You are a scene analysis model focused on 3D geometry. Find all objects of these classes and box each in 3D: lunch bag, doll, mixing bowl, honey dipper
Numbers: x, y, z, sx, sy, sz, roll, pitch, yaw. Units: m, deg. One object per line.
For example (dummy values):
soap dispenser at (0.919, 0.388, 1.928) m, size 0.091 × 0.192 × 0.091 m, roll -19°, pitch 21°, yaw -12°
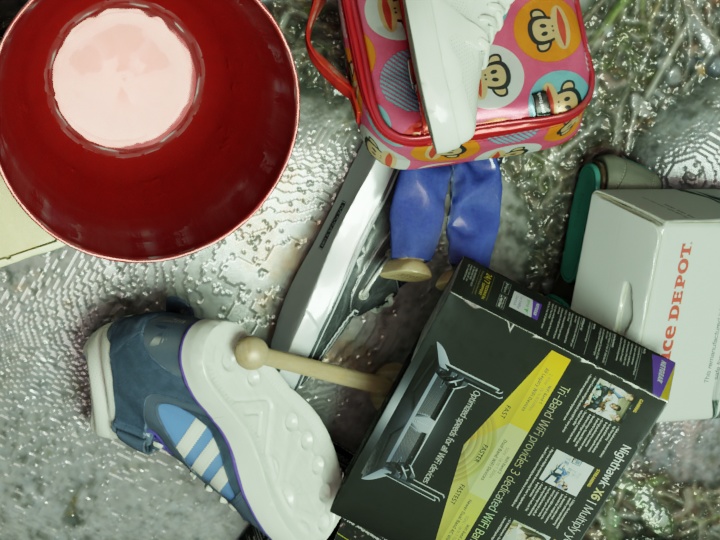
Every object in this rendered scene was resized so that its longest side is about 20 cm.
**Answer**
lunch bag at (0.050, -0.168, 1.549) m, size 0.176 × 0.082 × 0.200 m, roll -10°, pitch 75°, yaw -5°
doll at (0.057, -0.090, 1.590) m, size 0.136 × 0.048 × 0.200 m, roll 12°, pitch 78°, yaw -16°
mixing bowl at (-0.145, -0.115, 1.550) m, size 0.200 × 0.108 × 0.200 m, roll -3°, pitch 106°, yaw -11°
honey dipper at (-0.013, 0.072, 1.614) m, size 0.200 × 0.038 × 0.038 m, roll 17°, pitch 105°, yaw -50°

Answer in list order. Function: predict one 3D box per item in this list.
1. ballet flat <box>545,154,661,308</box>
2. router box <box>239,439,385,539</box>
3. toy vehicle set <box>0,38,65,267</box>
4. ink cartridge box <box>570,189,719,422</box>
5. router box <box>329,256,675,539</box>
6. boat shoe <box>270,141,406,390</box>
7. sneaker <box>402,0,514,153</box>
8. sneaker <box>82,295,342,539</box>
ballet flat at (0.161, 0.019, 1.671) m, size 0.064 × 0.067 × 0.200 m, roll 14°, pitch 103°, yaw -20°
router box at (0.010, 0.231, 1.713) m, size 0.200 × 0.051 × 0.149 m, roll 34°, pitch 100°, yaw -18°
toy vehicle set at (-0.282, -0.091, 1.577) m, size 0.124 × 0.027 × 0.200 m, roll -17°, pitch 109°, yaw -5°
ink cartridge box at (0.245, 0.022, 1.643) m, size 0.200 × 0.083 × 0.147 m, roll -1°, pitch 108°, yaw -34°
router box at (0.092, 0.110, 1.574) m, size 0.157 × 0.052 × 0.200 m, roll 27°, pitch 121°, yaw -2°
boat shoe at (0.000, 0.000, 1.637) m, size 0.068 × 0.072 × 0.200 m, roll 24°, pitch 94°, yaw -15°
sneaker at (0.082, -0.173, 1.471) m, size 0.115 × 0.074 × 0.200 m, roll -6°, pitch 73°, yaw 0°
sneaker at (-0.110, 0.110, 1.634) m, size 0.081 × 0.146 × 0.200 m, roll -53°, pitch 126°, yaw -37°
